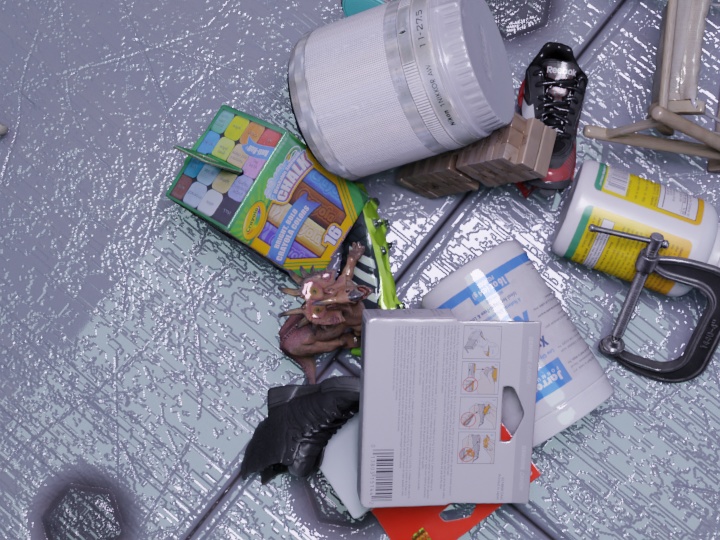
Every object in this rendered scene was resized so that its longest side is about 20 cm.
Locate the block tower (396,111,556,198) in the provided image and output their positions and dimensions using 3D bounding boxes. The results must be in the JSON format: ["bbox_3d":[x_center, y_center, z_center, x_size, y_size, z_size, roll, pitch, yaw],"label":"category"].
[{"bbox_3d":[0.122,-0.123,1.221,0.054,0.200,0.058,26,72,-29],"label":"block tower"}]

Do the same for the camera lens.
[{"bbox_3d":[0.038,-0.189,1.141,0.199,0.160,0.161,-15,82,24],"label":"camera lens"}]

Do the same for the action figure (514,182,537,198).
[{"bbox_3d":[0.136,-0.172,1.289,0.200,0.065,0.052,43,130,7],"label":"action figure"}]

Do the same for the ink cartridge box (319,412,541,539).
[{"bbox_3d":[0.065,0.207,1.211,0.200,0.044,0.174,-43,73,23],"label":"ink cartridge box"}]

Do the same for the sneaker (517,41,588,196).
[{"bbox_3d":[0.208,-0.173,1.227,0.071,0.098,0.201,9,50,1],"label":"sneaker"}]

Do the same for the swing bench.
[{"bbox_3d":[0.367,-0.227,1.216,0.199,0.130,0.200,10,83,-24],"label":"swing bench"}]

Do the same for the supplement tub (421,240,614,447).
[{"bbox_3d":[0.169,0.081,1.224,0.132,0.132,0.200,-33,82,-1],"label":"supplement tub"}]

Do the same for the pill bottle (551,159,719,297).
[{"bbox_3d":[0.321,-0.038,1.238,0.199,0.113,0.113,20,85,5],"label":"pill bottle"}]

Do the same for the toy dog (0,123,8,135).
[{"bbox_3d":[-0.543,-0.133,1.286,0.194,0.140,0.200,30,86,19],"label":"toy dog"}]

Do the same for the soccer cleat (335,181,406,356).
[{"bbox_3d":[0.000,0.000,1.278,0.081,0.067,0.201,-15,82,17],"label":"soccer cleat"}]

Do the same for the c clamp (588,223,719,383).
[{"bbox_3d":[0.315,0.040,1.216,0.170,0.200,0.027,10,39,7],"label":"c clamp"}]

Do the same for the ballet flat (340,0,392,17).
[{"bbox_3d":[0.066,-0.250,1.240,0.200,0.068,0.075,40,46,-7],"label":"ballet flat"}]

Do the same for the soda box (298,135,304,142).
[{"bbox_3d":[-0.007,-0.214,1.297,0.063,0.068,0.201,22,85,3],"label":"soda box"}]

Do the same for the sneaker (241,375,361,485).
[{"bbox_3d":[-0.053,0.176,1.219,0.199,0.060,0.105,-12,67,43],"label":"sneaker"}]

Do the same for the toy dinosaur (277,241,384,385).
[{"bbox_3d":[-0.046,0.053,1.197,0.086,0.135,0.200,47,127,18],"label":"toy dinosaur"}]

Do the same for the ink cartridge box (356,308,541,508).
[{"bbox_3d":[0.087,0.140,1.143,0.176,0.045,0.201,1,103,-7],"label":"ink cartridge box"}]

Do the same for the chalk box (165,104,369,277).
[{"bbox_3d":[-0.112,-0.090,1.209,0.125,0.200,0.124,28,84,42],"label":"chalk box"}]
